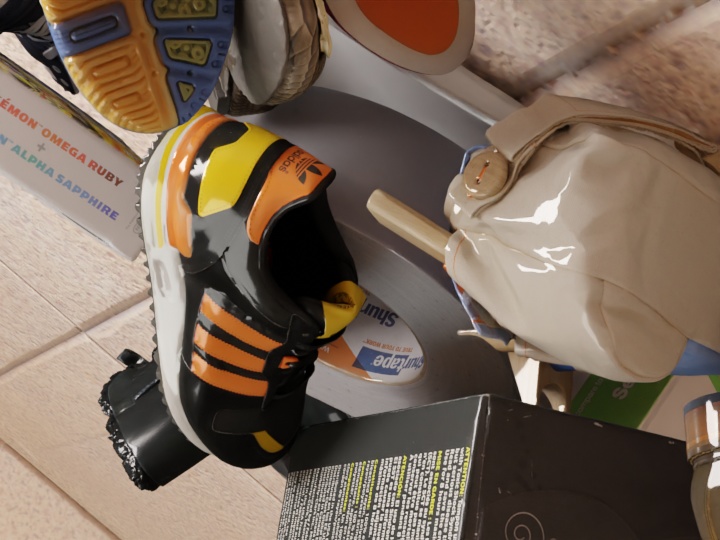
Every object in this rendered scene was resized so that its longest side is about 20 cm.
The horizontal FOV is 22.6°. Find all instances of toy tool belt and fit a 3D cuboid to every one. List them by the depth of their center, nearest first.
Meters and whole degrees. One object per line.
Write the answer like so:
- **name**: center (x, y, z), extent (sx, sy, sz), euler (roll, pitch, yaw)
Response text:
- **toy tool belt**: center (0.103, 0.001, 0.751), extent (0.123, 0.125, 0.200), euler (5, 168, 42)

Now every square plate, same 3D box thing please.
- **square plate**: center (0.017, -0.068, 0.882), extent (0.198, 0.028, 0.200), euler (33, 163, 6)

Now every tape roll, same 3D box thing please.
- **tape roll**: center (0.000, 0.000, 0.888), extent (0.200, 0.066, 0.201), euler (24, 153, 13)

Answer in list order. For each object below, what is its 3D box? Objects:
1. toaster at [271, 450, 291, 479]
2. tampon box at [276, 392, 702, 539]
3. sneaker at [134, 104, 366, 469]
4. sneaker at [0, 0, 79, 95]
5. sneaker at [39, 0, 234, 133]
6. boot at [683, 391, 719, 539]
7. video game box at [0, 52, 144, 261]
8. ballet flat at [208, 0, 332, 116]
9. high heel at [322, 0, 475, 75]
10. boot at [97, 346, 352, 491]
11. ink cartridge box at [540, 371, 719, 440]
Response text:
- **toaster**: center (0.027, 0.134, 1.219), extent (0.200, 0.114, 0.129), euler (18, 155, 42)
- **tampon box**: center (0.063, 0.138, 0.809), extent (0.149, 0.127, 0.200), euler (14, 166, -22)
- **sneaker**: center (-0.039, 0.024, 0.797), extent (0.090, 0.070, 0.201), euler (19, 136, 28)
- **sneaker**: center (-0.163, -0.139, 0.942), extent (0.109, 0.070, 0.200), euler (46, -175, -22)
- **sneaker**: center (-0.103, -0.149, 0.691), extent (0.088, 0.075, 0.201), euler (177, 76, -75)
- **boot**: center (0.223, 0.094, 0.671), extent (0.199, 0.097, 0.075), euler (-3, 160, 12)
- **video game box**: center (-0.189, -0.087, 0.898), extent (0.182, 0.047, 0.200), euler (33, -179, -20)
- **ballet flat**: center (-0.035, -0.096, 0.740), extent (0.200, 0.046, 0.068), euler (162, 97, -79)
- **high heel**: center (-0.026, -0.163, 0.732), extent (0.200, 0.067, 0.096), euler (53, 173, -31)
- **boot**: center (-0.076, 0.083, 1.121), extent (0.073, 0.162, 0.198), euler (58, 180, -30)
- **ink cartridge box**: center (0.110, 0.087, 0.996), extent (0.200, 0.084, 0.146), euler (18, 152, 44)
